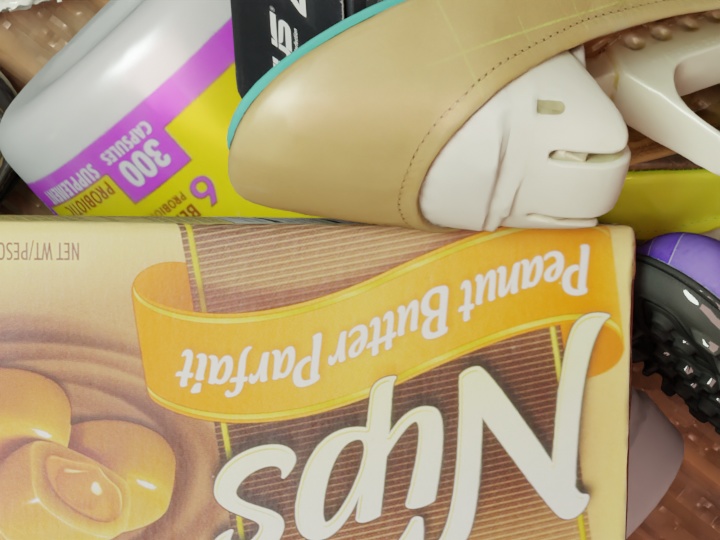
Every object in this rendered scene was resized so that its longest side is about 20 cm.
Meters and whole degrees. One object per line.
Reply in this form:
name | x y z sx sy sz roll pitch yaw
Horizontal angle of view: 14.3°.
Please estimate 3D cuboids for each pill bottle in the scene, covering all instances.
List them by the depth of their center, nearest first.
pill bottle | 0.000 0.000 0.805 0.104 0.104 0.200 -41 101 8

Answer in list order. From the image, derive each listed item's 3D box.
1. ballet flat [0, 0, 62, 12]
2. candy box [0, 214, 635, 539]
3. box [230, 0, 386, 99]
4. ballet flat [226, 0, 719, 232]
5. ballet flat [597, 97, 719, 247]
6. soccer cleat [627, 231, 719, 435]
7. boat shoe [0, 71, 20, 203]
ballet flat | -0.046 -0.137 0.790 0.200 0.072 0.072 -33 103 7
candy box | -0.033 0.045 0.712 0.199 0.055 0.116 0 93 -18
box | 0.035 -0.141 0.690 0.161 0.049 0.200 -38 147 -26
ballet flat | 0.062 -0.045 0.701 0.200 0.063 0.069 -21 146 -30
ballet flat | 0.114 -0.032 0.799 0.199 0.067 0.067 -14 124 -24
soccer cleat | 0.134 0.026 0.799 0.073 0.068 0.200 -54 138 -2
boat shoe | -0.187 -0.064 0.799 0.200 0.073 0.075 26 102 -8
